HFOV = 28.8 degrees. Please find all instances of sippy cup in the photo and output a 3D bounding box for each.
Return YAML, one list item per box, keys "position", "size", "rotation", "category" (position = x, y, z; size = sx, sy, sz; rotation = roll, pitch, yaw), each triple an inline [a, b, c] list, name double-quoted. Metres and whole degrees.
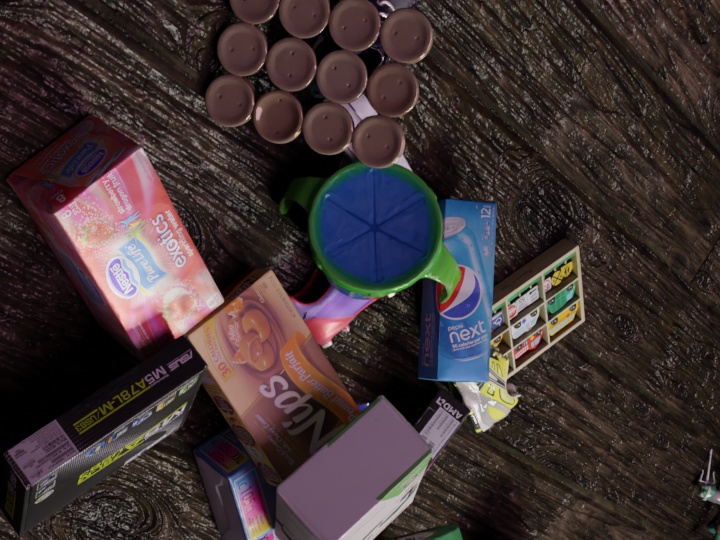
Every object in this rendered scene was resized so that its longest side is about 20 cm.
- position: [0.009, -0.029, 1.432]
  size: [0.139, 0.179, 0.130]
  rotation: [-24, 170, -11]
  category: "sippy cup"

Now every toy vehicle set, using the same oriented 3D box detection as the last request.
- position: [0.203, 0.060, 1.769]
  size: [0.199, 0.026, 0.125]
  rotation: [-33, 131, -26]
  category: "toy vehicle set"

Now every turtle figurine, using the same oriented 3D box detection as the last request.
- position: [0.609, 0.361, 2.267]
  size: [0.149, 0.101, 0.201]
  rotation: [-10, 124, -40]
  category: "turtle figurine"

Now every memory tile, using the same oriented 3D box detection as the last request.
- position: [-0.040, -0.187, 1.307]
  size: [0.017, 0.199, 0.154]
  rotation: [-42, 147, -75]
  category: "memory tile"

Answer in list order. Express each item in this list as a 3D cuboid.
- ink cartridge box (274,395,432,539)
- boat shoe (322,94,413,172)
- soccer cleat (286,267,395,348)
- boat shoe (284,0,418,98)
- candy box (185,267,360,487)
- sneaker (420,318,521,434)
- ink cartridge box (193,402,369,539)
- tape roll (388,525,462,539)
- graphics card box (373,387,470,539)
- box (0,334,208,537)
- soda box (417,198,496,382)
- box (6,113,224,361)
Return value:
- position: [-0.011, 0.231, 1.447]
  size: [0.146, 0.084, 0.200]
  rotation: [-40, 165, -18]
  category: "ink cartridge box"
- position: [0.007, -0.115, 1.470]
  size: [0.065, 0.074, 0.200]
  rotation: [-36, 131, -2]
  category: "boat shoe"
- position: [0.000, 0.000, 1.524]
  size: [0.200, 0.067, 0.077]
  rotation: [-41, 122, -19]
  category: "soccer cleat"
- position: [0.013, -0.235, 1.382]
  size: [0.200, 0.093, 0.075]
  rotation: [-43, 135, -17]
  category: "boat shoe"
- position: [-0.093, 0.112, 1.444]
  size: [0.115, 0.055, 0.201]
  rotation: [-39, 110, -23]
  category: "candy box"
- position: [0.131, 0.103, 1.676]
  size: [0.076, 0.075, 0.201]
  rotation: [-30, 128, -7]
  category: "sneaker"
- position: [-0.074, 0.208, 1.557]
  size: [0.200, 0.076, 0.137]
  rotation: [-34, 131, -27]
  category: "ink cartridge box"
- position: [0.026, 0.349, 1.637]
  size: [0.200, 0.200, 0.048]
  rotation: [-12, 83, -39]
  category: "tape roll"
- position: [0.047, 0.232, 1.654]
  size: [0.200, 0.051, 0.125]
  rotation: [-53, 178, -9]
  category: "graphics card box"
- position: [-0.244, 0.158, 1.315]
  size: [0.200, 0.048, 0.193]
  rotation: [-34, 167, -26]
  category: "box"
- position: [0.108, 0.023, 1.568]
  size: [0.064, 0.068, 0.202]
  rotation: [3, 87, -16]
  category: "soda box"
- position: [-0.220, -0.026, 1.276]
  size: [0.102, 0.095, 0.201]
  rotation: [-39, 134, -18]
  category: "box"
